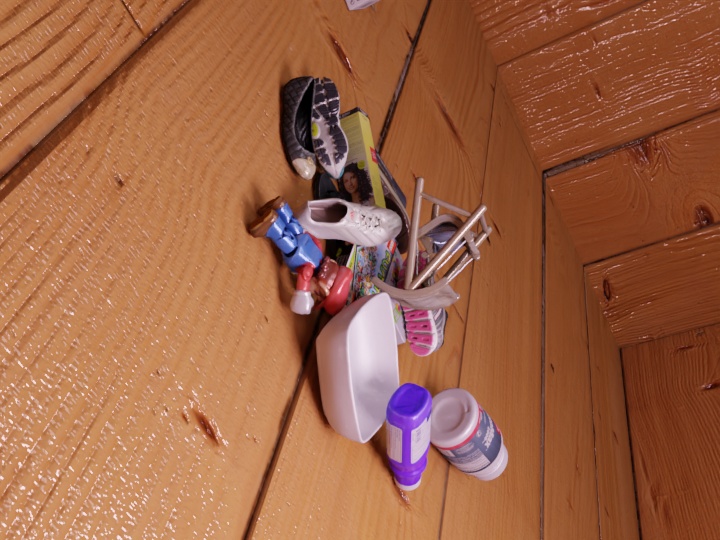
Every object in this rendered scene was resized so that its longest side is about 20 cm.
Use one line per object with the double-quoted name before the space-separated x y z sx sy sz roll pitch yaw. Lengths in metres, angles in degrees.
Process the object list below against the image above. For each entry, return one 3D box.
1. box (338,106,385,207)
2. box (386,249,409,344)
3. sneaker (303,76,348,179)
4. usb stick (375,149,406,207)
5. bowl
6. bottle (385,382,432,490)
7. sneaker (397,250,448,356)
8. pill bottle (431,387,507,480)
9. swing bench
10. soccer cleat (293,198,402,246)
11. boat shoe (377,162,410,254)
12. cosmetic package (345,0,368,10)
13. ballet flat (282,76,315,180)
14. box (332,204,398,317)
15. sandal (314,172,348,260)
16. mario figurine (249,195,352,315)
"box" -0.007 -0.203 1.526 0.050 0.074 0.204 21 55 -59
"box" 0.049 0.021 1.533 0.203 0.041 0.156 66 26 -16
"sneaker" -0.067 -0.261 1.465 0.080 0.076 0.204 80 0 -69
"usb stick" 0.042 -0.206 1.678 0.201 0.032 0.056 54 31 -34
"bowl" -0.007 0.146 1.251 0.199 0.073 0.204 -35 122 -64
"bottle" 0.079 0.279 1.311 0.084 0.064 0.203 -48 147 -42
"sneaker" 0.123 0.065 1.529 0.087 0.073 0.204 20 60 -60
"pill bottle" 0.214 0.330 1.579 0.200 0.118 0.121 49 33 -41
"swing bench" 0.128 -0.025 1.386 0.203 0.128 0.199 -66 165 -2
"soccer cleat" -0.014 -0.082 1.320 0.196 0.078 0.071 0 66 -23
"boat shoe" 0.054 -0.134 1.610 0.205 0.074 0.075 66 19 -13
"cosmetic package" -0.019 -0.712 1.843 0.203 0.070 0.101 67 25 -11
"ballet flat" -0.100 -0.251 1.381 0.066 0.056 0.204 28 49 -55
"box" 0.000 0.000 1.387 0.110 0.034 0.203 48 49 -39
"sandal" -0.033 -0.078 1.416 0.075 0.047 0.204 8 67 -62
"mario figurine" -0.098 -0.007 1.233 0.124 0.105 0.201 -46 110 -22
